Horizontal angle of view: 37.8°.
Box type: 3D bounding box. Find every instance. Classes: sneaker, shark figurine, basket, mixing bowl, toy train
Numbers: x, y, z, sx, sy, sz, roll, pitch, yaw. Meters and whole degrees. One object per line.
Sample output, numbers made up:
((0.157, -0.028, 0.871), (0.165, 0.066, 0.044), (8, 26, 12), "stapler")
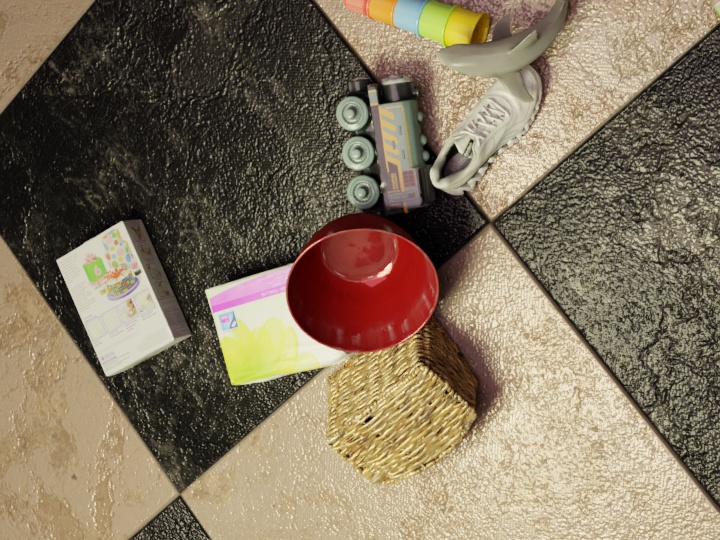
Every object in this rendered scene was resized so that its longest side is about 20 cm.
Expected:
((0.161, -0.181, 1.365), (0.075, 0.081, 0.200), (41, 108, 16), "sneaker")
((0.213, -0.302, 1.301), (0.214, 0.090, 0.128), (-44, 86, -4), "shark figurine")
((0.063, 0.180, 1.456), (0.200, 0.149, 0.143), (-40, 113, 21), "basket")
((0.000, 0.000, 1.400), (0.198, 0.109, 0.201), (-1, 125, -2), "mixing bowl")
((0.037, -0.164, 1.420), (0.113, 0.085, 0.202), (-6, 96, 16), "toy train")

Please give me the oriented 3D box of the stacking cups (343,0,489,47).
((0.073, -0.345, 1.401), (0.199, 0.060, 0.061), (26, 105, 22), "stacking cups")

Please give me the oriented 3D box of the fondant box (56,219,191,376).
((-0.366, 0.042, 1.625), (0.144, 0.058, 0.201), (-27, 86, 23), "fondant box")

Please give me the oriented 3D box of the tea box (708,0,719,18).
((0.524, -0.288, 1.168), (0.200, 0.133, 0.197), (-36, 81, 22), "tea box")

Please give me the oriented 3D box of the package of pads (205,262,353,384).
((-0.113, 0.075, 1.515), (0.199, 0.068, 0.156), (-17, 89, 24), "package of pads")
